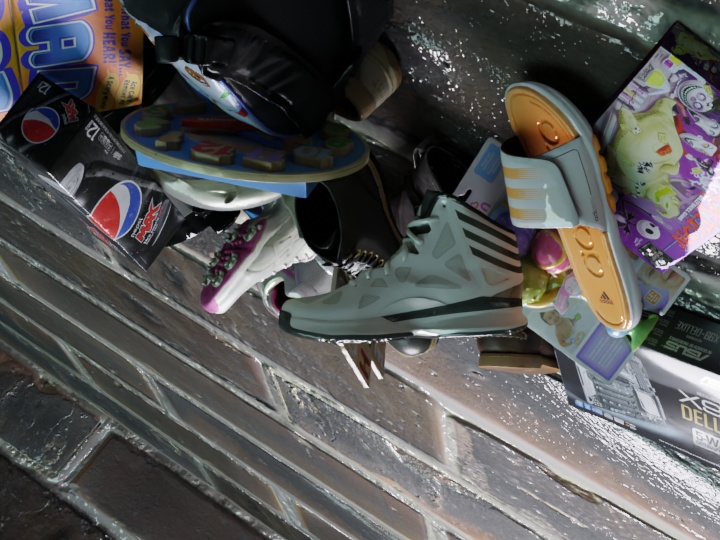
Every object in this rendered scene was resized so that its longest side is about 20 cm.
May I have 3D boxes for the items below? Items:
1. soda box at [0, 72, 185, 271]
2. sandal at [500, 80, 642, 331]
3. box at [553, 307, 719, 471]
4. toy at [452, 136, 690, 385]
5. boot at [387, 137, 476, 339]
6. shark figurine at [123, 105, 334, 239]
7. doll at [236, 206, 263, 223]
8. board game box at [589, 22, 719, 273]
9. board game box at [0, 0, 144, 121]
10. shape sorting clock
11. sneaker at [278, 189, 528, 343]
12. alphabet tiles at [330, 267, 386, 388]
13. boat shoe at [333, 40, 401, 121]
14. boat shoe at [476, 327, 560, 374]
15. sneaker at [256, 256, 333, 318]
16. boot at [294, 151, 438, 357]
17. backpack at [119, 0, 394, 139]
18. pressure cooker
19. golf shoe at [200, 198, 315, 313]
[{"bbox_3d":[-0.222,-0.076,0.882,0.070,0.064,0.200,31,167,22],"label":"soda box"},{"bbox_3d":[0.148,-0.036,0.767,0.079,0.059,0.209,5,123,64],"label":"sandal"},{"bbox_3d":[0.270,0.096,0.929,0.198,0.050,0.159,23,152,35],"label":"box"},{"bbox_3d":[0.153,-0.003,0.852,0.199,0.116,0.047,35,-160,5],"label":"toy"},{"bbox_3d":[0.089,-0.020,0.966,0.200,0.069,0.174,46,157,-9],"label":"boot"},{"bbox_3d":[-0.123,-0.084,0.956,0.089,0.211,0.131,171,91,-72],"label":"shark figurine"},{"bbox_3d":[-0.103,-0.078,1.172,0.136,0.049,0.199,42,164,-21],"label":"doll"},{"bbox_3d":[0.216,-0.076,0.732,0.119,0.032,0.200,34,156,2],"label":"board game box"},{"bbox_3d":[-0.291,-0.254,0.821,0.201,0.197,0.202,113,140,-60],"label":"board game box"},{"bbox_3d":[-0.090,-0.108,0.829,0.198,0.199,0.040,24,121,30],"label":"shape sorting clock"},{"bbox_3d":[0.031,-0.004,0.830,0.197,0.118,0.076,-3,180,0],"label":"sneaker"},{"bbox_3d":[-0.003,0.003,1.011,0.007,0.202,0.168,-10,137,18],"label":"alphabet tiles"},{"bbox_3d":[-0.060,-0.183,0.898,0.198,0.065,0.072,24,153,31],"label":"boat shoe"},{"bbox_3d":[0.154,0.063,0.992,0.069,0.072,0.200,-2,171,15],"label":"boat shoe"},{"bbox_3d":[-0.091,0.016,1.273,0.081,0.089,0.200,43,157,-10],"label":"sneaker"},{"bbox_3d":[0.000,0.000,0.897,0.077,0.138,0.202,-24,99,19],"label":"boot"},{"bbox_3d":[-0.071,-0.196,0.752,0.153,0.201,0.191,34,170,36],"label":"backpack"},{"bbox_3d":[-0.205,-0.124,1.069,0.176,0.178,0.201,-17,130,26],"label":"pressure cooker"},{"bbox_3d":[-0.077,-0.028,1.041,0.091,0.201,0.075,41,172,-25],"label":"golf shoe"}]
